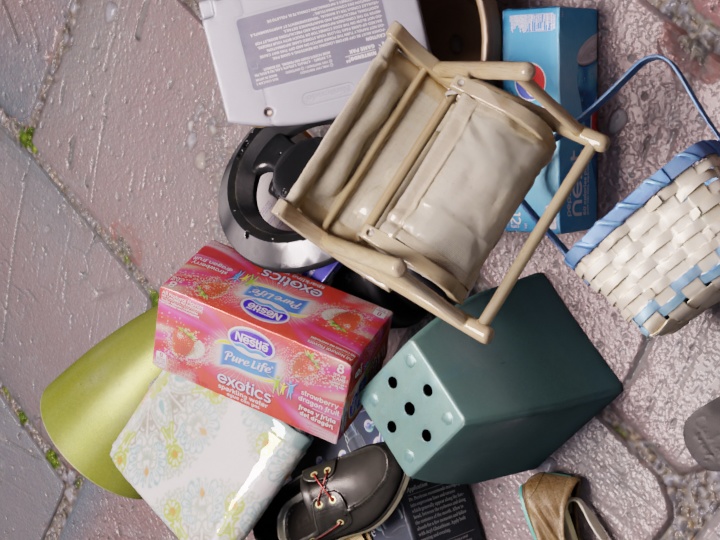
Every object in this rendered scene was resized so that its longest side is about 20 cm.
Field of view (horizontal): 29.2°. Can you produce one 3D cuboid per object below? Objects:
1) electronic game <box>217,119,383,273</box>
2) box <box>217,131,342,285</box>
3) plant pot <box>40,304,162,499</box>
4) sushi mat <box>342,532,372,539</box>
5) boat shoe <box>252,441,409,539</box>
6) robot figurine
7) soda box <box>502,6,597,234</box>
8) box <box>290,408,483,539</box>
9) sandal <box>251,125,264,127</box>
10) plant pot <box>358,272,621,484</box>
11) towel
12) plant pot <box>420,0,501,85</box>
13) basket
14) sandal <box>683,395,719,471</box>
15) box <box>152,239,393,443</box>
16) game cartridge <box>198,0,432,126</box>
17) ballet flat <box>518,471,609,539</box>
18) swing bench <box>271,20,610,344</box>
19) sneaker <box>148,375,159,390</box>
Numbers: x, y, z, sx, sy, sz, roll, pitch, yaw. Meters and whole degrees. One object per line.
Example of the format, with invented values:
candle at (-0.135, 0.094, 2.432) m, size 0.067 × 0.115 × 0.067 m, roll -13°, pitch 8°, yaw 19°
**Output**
electronic game at (-0.045, -0.088, 1.299) m, size 0.198 × 0.042 × 0.202 m, roll -13°, pitch 56°, yaw 20°
box at (-0.057, -0.057, 1.368) m, size 0.119 × 0.041 × 0.200 m, roll -51°, pitch 45°, yaw 9°
plant pot at (-0.241, 0.130, 1.617) m, size 0.200 × 0.187 × 0.188 m, roll -48°, pitch 64°, yaw 19°
sushi mat at (-0.043, 0.329, 1.415) m, size 0.200 × 0.012 × 0.096 m, roll -42°, pitch 68°, yaw 38°
boat shoe at (-0.029, 0.224, 1.349) m, size 0.201 × 0.063 × 0.074 m, roll -38°, pitch 53°, yaw 37°
robot figurine at (-0.001, 0.000, 1.398) m, size 0.199 × 0.150 × 0.126 m, roll -7°, pitch 104°, yaw 42°
soda box at (0.173, -0.137, 1.261) m, size 0.064 × 0.068 × 0.202 m, roll 6°, pitch 100°, yaw 40°
box at (0.021, 0.224, 1.423) m, size 0.148 × 0.107 × 0.202 m, roll -24°, pitch 80°, yaw 42°
sandal at (-0.060, -0.228, 1.312) m, size 0.200 × 0.054 × 0.081 m, roll -51°, pitch 42°, yaw 18°
plant pot at (0.105, 0.109, 1.269) m, size 0.142 × 0.199 × 0.142 m, roll -49°, pitch 65°, yaw 35°
towel at (-0.157, 0.180, 1.417) m, size 0.200 × 0.048 × 0.172 m, roll 40°, pitch 101°, yaw 34°
plant pot at (0.068, -0.219, 1.328) m, size 0.200 × 0.092 × 0.203 m, roll 8°, pitch 102°, yaw 41°
basket at (0.238, -0.054, 1.159) m, size 0.176 × 0.139 × 0.201 m, roll -39°, pitch 77°, yaw 22°
sandal at (0.345, 0.103, 1.157) m, size 0.076 × 0.043 × 0.201 m, roll 52°, pitch 126°, yaw 24°
box at (-0.082, 0.063, 1.278) m, size 0.198 × 0.100 × 0.096 m, roll 22°, pitch 126°, yaw 15°
game cartridge at (-0.038, -0.206, 1.267) m, size 0.198 × 0.041 × 0.135 m, roll -13°, pitch 93°, yaw 6°
ballet flat at (0.208, 0.286, 1.303) m, size 0.072 × 0.068 × 0.202 m, roll -17°, pitch 80°, yaw 22°
swing bench at (0.063, -0.079, 1.160) m, size 0.200 × 0.129 × 0.200 m, roll -57°, pitch 38°, yaw -4°
sneaker at (-0.142, 0.180, 1.534) m, size 0.198 × 0.076 × 0.115 m, roll 10°, pitch 117°, yaw -3°
